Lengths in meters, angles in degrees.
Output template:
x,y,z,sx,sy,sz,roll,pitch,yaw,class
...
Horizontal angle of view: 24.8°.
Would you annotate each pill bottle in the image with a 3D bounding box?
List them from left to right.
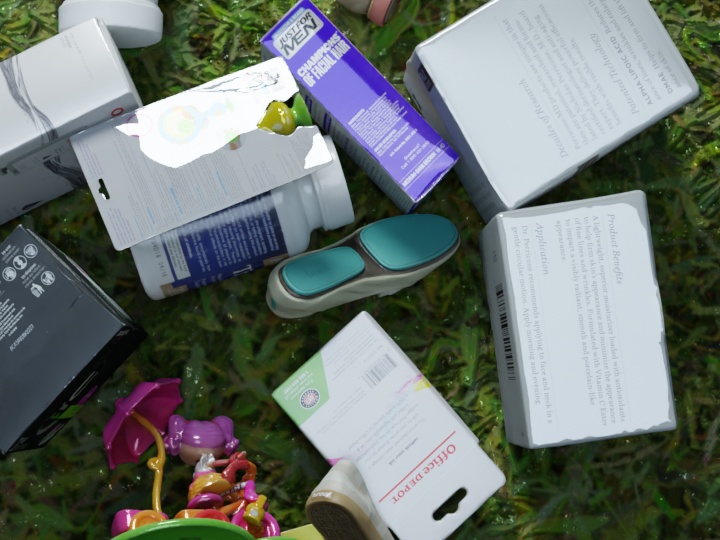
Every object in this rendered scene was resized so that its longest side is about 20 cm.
x,y,z,sx,sy,sz,roll,pitch,yaw,class
-0.223,-0.311,1.481,0.114,0.116,0.203,2,85,-2,pill bottle
-0.110,-0.054,1.469,0.198,0.111,0.112,-17,87,-3,pill bottle

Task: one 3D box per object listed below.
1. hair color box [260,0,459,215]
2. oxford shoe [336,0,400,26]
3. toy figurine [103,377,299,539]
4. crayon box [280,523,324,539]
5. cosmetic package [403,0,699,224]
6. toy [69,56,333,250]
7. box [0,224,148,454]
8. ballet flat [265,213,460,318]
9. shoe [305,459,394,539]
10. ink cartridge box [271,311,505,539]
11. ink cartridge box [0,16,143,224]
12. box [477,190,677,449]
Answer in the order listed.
x,y,z,sx,sy,sz,roll,pitch,yaw,class
-0.002,-0.146,1.482,0.200,0.109,0.065,45,85,1,hair color box
0.031,-0.332,1.517,0.074,0.070,0.202,24,84,5,oxford shoe
-0.151,0.180,1.434,0.198,0.151,0.186,1,52,-19,toy figurine
-0.068,0.338,1.473,0.125,0.051,0.202,-14,87,-3,crayon box
0.164,-0.165,1.462,0.199,0.165,0.166,-31,88,-3,cosmetic package
-0.134,-0.095,1.401,0.198,0.047,0.116,-24,69,-8,toy
-0.282,0.063,1.409,0.124,0.200,0.149,43,86,2,box
0.000,0.000,1.489,0.198,0.069,0.070,-16,86,-29,ballet flat
0.010,0.250,1.446,0.069,0.054,0.201,-7,128,21,shoe
0.027,0.149,1.482,0.117,0.067,0.200,-41,88,-3,ink cartridge box
-0.290,-0.123,1.444,0.198,0.147,0.083,-26,75,-4,ink cartridge box
0.185,0.047,1.430,0.129,0.200,0.202,-7,86,-1,box
